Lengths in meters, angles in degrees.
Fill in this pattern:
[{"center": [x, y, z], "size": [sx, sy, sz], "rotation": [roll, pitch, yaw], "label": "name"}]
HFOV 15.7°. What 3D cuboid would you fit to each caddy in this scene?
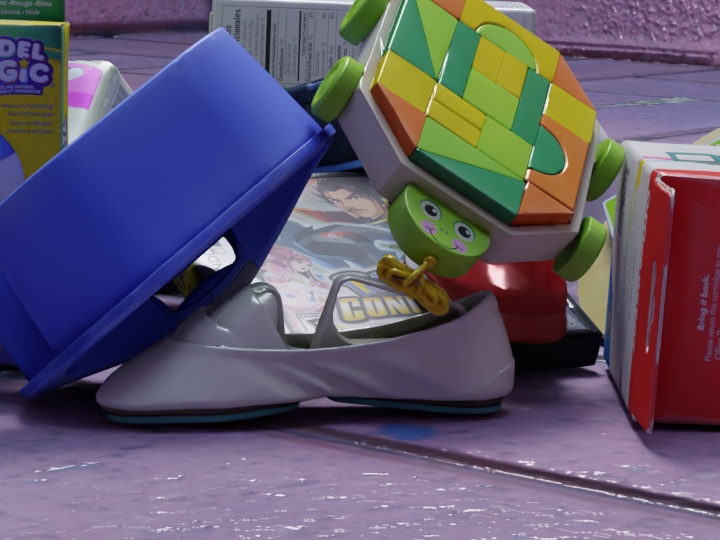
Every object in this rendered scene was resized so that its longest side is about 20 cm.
[{"center": [-0.098, -0.020, 1.241], "size": [0.200, 0.105, 0.141], "rotation": [-42, 3, -24], "label": "caddy"}]

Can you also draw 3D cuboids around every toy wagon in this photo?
[{"center": [0.051, -0.056, 1.242], "size": [0.155, 0.040, 0.201], "rotation": [32, 37, -11], "label": "toy wagon"}]

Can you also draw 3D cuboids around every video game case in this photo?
[{"center": [0.000, 0.000, 1.366], "size": [0.199, 0.026, 0.181], "rotation": [-3, 31, -23], "label": "video game case"}]

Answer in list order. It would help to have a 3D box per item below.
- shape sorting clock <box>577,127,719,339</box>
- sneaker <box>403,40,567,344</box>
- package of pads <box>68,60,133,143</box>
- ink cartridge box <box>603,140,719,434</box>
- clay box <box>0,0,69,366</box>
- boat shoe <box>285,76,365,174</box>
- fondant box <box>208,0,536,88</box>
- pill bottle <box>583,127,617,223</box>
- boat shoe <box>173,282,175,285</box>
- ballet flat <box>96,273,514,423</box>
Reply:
[{"center": [0.209, -0.025, 1.429], "size": [0.199, 0.039, 0.201], "rotation": [-26, 32, 18], "label": "shape sorting clock"}, {"center": [0.064, -0.054, 1.337], "size": [0.078, 0.116, 0.200], "rotation": [1, 29, -21], "label": "sneaker"}, {"center": [-0.234, -0.044, 1.448], "size": [0.199, 0.155, 0.068], "rotation": [4, -34, 20], "label": "package of pads"}, {"center": [0.160, 0.006, 1.243], "size": [0.067, 0.117, 0.200], "rotation": [4, 9, -1], "label": "ink cartridge box"}, {"center": [-0.206, -0.054, 1.320], "size": [0.114, 0.202, 0.048], "rotation": [0, 8, -1], "label": "clay box"}, {"center": [-0.067, -0.081, 1.499], "size": [0.198, 0.069, 0.084], "rotation": [-6, -1, 17], "label": "boat shoe"}, {"center": [0.008, -0.144, 1.645], "size": [0.198, 0.059, 0.144], "rotation": [3, 7, 1], "label": "fondant box"}, {"center": [0.089, -0.070, 1.764], "size": [0.112, 0.113, 0.200], "rotation": [-2, 8, -17], "label": "pill bottle"}, {"center": [-0.111, -0.027, 1.593], "size": [0.063, 0.071, 0.200], "rotation": [5, 8, 33], "label": "boat shoe"}, {"center": [-0.025, 0.034, 1.212], "size": [0.198, 0.070, 0.069], "rotation": [-1, 9, -13], "label": "ballet flat"}]
